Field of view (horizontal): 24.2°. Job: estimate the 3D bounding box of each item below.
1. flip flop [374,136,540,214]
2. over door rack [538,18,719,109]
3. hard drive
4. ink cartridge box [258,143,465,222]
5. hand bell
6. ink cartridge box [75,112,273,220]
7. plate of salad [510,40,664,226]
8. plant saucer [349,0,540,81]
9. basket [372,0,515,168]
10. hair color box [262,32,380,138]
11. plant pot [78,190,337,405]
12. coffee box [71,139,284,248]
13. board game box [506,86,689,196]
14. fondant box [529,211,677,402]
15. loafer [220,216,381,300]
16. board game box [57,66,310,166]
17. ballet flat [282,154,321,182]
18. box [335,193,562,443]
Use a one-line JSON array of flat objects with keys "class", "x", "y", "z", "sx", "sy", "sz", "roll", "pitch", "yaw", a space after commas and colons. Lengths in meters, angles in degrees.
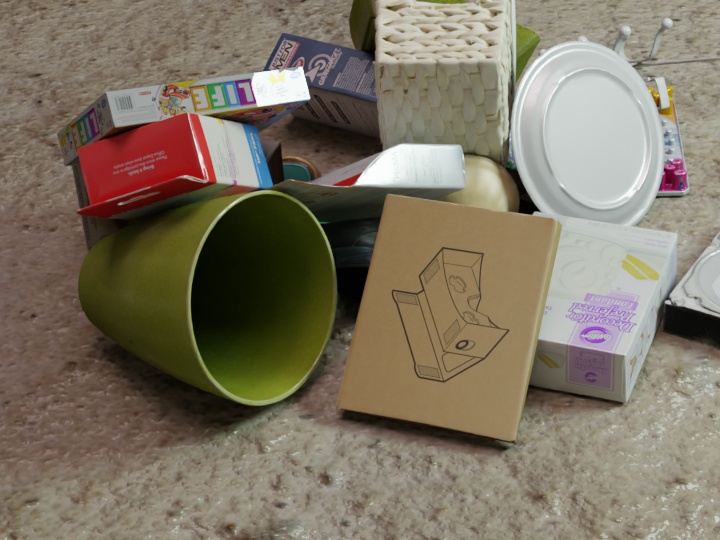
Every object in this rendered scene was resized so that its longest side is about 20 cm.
[{"class": "flip flop", "x": 0.103, "y": -0.089, "z": 1.735, "sx": 0.200, "sy": 0.058, "sz": 0.081, "roll": 25, "pitch": 54, "yaw": 12}, {"class": "over door rack", "x": 0.313, "y": -0.235, "z": 1.862, "sx": 0.148, "sy": 0.067, "sz": 0.200, "roll": -17, "pitch": 24, "yaw": -33}, {"class": "hard drive", "x": 0.387, "y": 0.008, "z": 1.574, "sx": 0.140, "sy": 0.038, "sz": 0.200, "roll": 18, "pitch": 40, "yaw": 28}, {"class": "ink cartridge box", "x": -0.027, "y": -0.082, "z": 1.571, "sx": 0.200, "sy": 0.047, "sz": 0.160, "roll": 1, "pitch": -11, "yaw": -35}, {"class": "hand bell", "x": 0.101, "y": -0.019, "z": 1.569, "sx": 0.104, "sy": 0.104, "sz": 0.200, "roll": -2, "pitch": 29, "yaw": 4}, {"class": "ink cartridge box", "x": -0.173, "y": -0.092, "z": 1.519, "sx": 0.116, "sy": 0.067, "sz": 0.200, "roll": -17, "pitch": -5, "yaw": 17}, {"class": "plate of salad", "x": 0.224, "y": -0.129, "z": 1.679, "sx": 0.200, "sy": 0.200, "sz": 0.048, "roll": -29, "pitch": 11, "yaw": -31}, {"class": "plant saucer", "x": 0.076, "y": -0.239, "z": 1.785, "sx": 0.199, "sy": 0.200, "sz": 0.048, "roll": 25, "pitch": 77, "yaw": 1}, {"class": "basket", "x": 0.084, "y": -0.186, "z": 1.636, "sx": 0.135, "sy": 0.200, "sz": 0.124, "roll": 0, "pitch": 55, "yaw": 6}, {"class": "hair color box", "x": 0.001, "y": -0.196, "z": 1.846, "sx": 0.200, "sy": 0.100, "sz": 0.061, "roll": 17, "pitch": 72, "yaw": 28}, {"class": "plant pot", "x": -0.156, "y": 0.020, "z": 1.521, "sx": 0.200, "sy": 0.187, "sz": 0.187, "roll": 4, "pitch": 32, "yaw": 41}, {"class": "coffee box", "x": -0.179, "y": -0.075, "z": 1.691, "sx": 0.200, "sy": 0.113, "sz": 0.080, "roll": 8, "pitch": 36, "yaw": 18}, {"class": "board game box", "x": 0.248, "y": -0.143, "z": 1.817, "sx": 0.200, "sy": 0.026, "sz": 0.200, "roll": 0, "pitch": 35, "yaw": 5}, {"class": "fondant box", "x": 0.200, "y": 0.029, "z": 1.546, "sx": 0.144, "sy": 0.058, "sz": 0.200, "roll": 10, "pitch": 38, "yaw": 20}, {"class": "loafer", "x": -0.049, "y": -0.015, "z": 1.605, "sx": 0.200, "sy": 0.073, "sz": 0.072, "roll": 2, "pitch": 55, "yaw": 17}, {"class": "board game box", "x": -0.165, "y": -0.143, "z": 1.561, "sx": 0.200, "sy": 0.034, "sz": 0.134, "roll": -12, "pitch": -6, "yaw": -30}, {"class": "ballet flat", "x": -0.138, "y": -0.093, "z": 1.773, "sx": 0.200, "sy": 0.069, "sz": 0.063, "roll": 4, "pitch": 8, "yaw": 8}, {"class": "box", "x": 0.079, "y": 0.039, "z": 1.468, "sx": 0.163, "sy": 0.021, "sz": 0.200, "roll": 9, "pitch": 77, "yaw": 20}]
